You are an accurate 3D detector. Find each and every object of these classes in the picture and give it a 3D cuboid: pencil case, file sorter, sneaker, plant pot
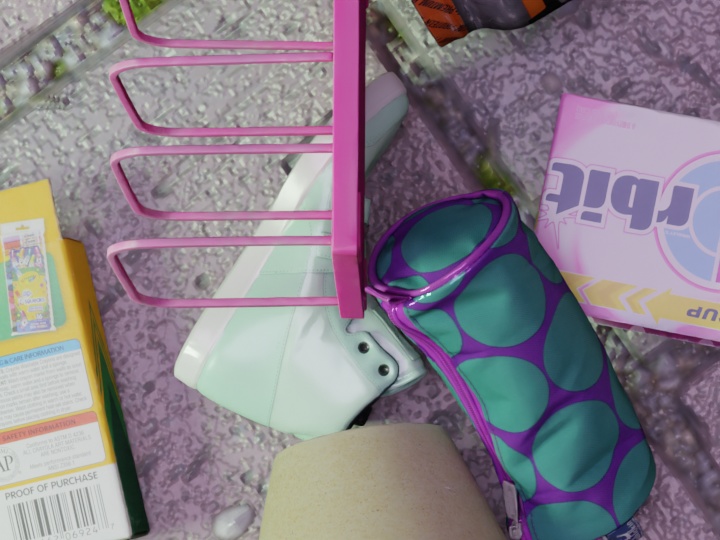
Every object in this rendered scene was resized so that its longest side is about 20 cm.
[{"bbox_3d":[0.079,0.055,1.514,0.092,0.085,0.200,-43,122,-20],"label":"pencil case"},{"bbox_3d":[-0.060,-0.088,1.487,0.125,0.139,0.200,0,76,2],"label":"file sorter"},{"bbox_3d":[0.000,0.000,1.587,0.118,0.074,0.201,31,90,3],"label":"sneaker"},{"bbox_3d":[0.015,0.187,1.528,0.187,0.187,0.200,-12,76,7],"label":"plant pot"}]

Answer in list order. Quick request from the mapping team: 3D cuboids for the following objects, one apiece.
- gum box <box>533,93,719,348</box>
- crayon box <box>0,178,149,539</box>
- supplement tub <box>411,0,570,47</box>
[{"bbox_3d":[0.194,-0.017,1.560,0.200,0.066,0.114,11,87,9],"label":"gum box"},{"bbox_3d":[-0.201,0.062,1.619,0.125,0.052,0.200,-14,86,7],"label":"crayon box"},{"bbox_3d":[0.104,-0.208,1.557,0.200,0.123,0.123,-29,83,6],"label":"supplement tub"}]
